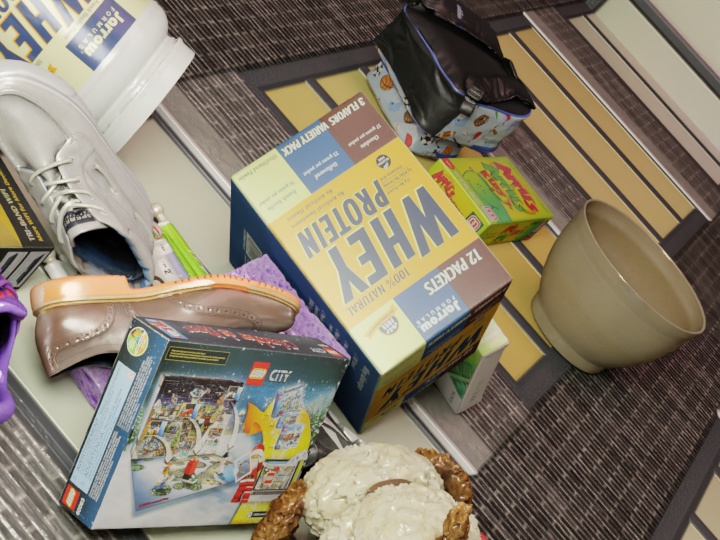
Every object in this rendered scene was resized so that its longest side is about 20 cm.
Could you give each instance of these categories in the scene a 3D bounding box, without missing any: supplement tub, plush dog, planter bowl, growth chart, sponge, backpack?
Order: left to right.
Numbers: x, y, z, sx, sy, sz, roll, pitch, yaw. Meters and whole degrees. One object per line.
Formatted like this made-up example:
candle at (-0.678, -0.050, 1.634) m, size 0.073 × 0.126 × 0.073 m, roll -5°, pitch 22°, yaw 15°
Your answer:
supplement tub at (-0.253, -0.200, 1.281) m, size 0.200 × 0.145 × 0.145 m, roll 40°, pitch 25°, yaw -13°
growth chart at (-0.173, 0.019, 1.233) m, size 0.145 × 0.018 × 0.200 m, roll 50°, pitch 26°, yaw 6°
sponge at (-0.112, 0.068, 1.150) m, size 0.199 × 0.030 × 0.112 m, roll -27°, pitch 72°, yaw -39°
plush dog at (0.019, 0.187, 1.080) m, size 0.199 × 0.161 × 0.172 m, roll -5°, pitch 32°, yaw -24°
backpack at (0.116, -0.225, 1.897) m, size 0.190 × 0.154 × 0.201 m, roll 6°, pitch 51°, yaw -43°
planter bowl at (0.287, 0.035, 1.793) m, size 0.200 × 0.135 × 0.201 m, roll 35°, pitch 27°, yaw -21°

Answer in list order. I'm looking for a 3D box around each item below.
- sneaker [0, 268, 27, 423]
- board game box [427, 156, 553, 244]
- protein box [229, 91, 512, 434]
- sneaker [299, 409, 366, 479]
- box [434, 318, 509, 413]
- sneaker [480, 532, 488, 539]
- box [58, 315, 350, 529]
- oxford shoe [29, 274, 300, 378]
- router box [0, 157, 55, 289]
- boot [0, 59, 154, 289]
sneaker at (-0.246, 0.009, 0.977) m, size 0.080 × 0.083 × 0.202 m, roll 10°, pitch 68°, yaw -57°
board game box at (0.154, -0.086, 1.869) m, size 0.102 × 0.048 × 0.200 m, roll 53°, pitch 25°, yaw 15°
protein box at (0.000, 0.000, 1.285) m, size 0.200 × 0.135 × 0.199 m, roll 52°, pitch -16°, yaw 13°
sneaker at (-0.060, 0.124, 1.194) m, size 0.200 × 0.066 × 0.091 m, roll 48°, pitch 22°, yaw -3°
box at (0.061, 0.025, 1.464) m, size 0.036 × 0.145 × 0.200 m, roll -29°, pitch 70°, yaw -20°
sneaker at (0.080, 0.243, 1.214) m, size 0.199 × 0.085 × 0.077 m, roll 24°, pitch 34°, yaw -38°
box at (-0.102, 0.108, 1.060) m, size 0.038 × 0.137 × 0.199 m, roll 29°, pitch 10°, yaw 34°
oxford shoe at (-0.136, 0.046, 1.098) m, size 0.199 × 0.071 × 0.073 m, roll -1°, pitch 73°, yaw -22°
router box at (-0.329, -0.077, 1.085) m, size 0.201 × 0.052 × 0.157 m, roll 55°, pitch 26°, yaw 18°
boot at (-0.213, -0.065, 1.138) m, size 0.200 × 0.073 × 0.096 m, roll 48°, pitch 16°, yaw -43°
